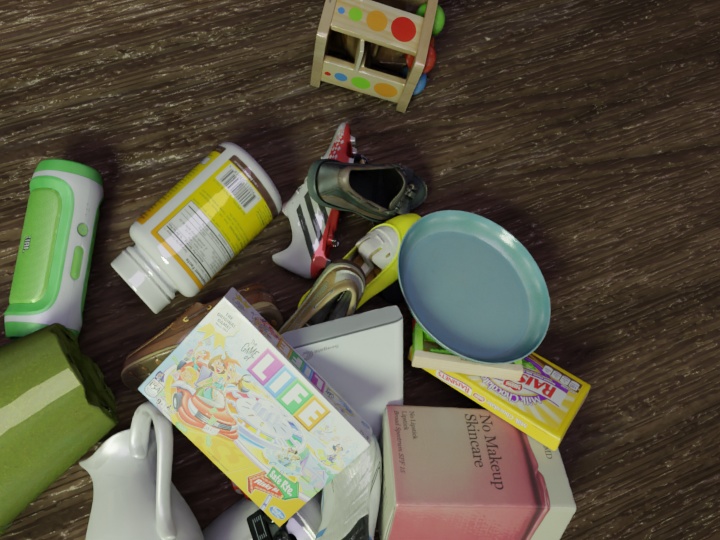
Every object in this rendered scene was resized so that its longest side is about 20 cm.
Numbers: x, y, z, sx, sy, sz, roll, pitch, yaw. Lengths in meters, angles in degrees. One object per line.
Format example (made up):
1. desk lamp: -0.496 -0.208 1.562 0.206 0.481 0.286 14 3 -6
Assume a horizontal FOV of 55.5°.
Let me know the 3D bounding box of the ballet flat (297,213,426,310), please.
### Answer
1. ballet flat: 0.000 0.000 0.821 0.199 0.067 0.067 -43 60 1

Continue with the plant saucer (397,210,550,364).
1. plant saucer: 0.129 0.020 0.797 0.195 0.028 0.204 11 55 -15

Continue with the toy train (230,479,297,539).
1. toy train: -0.122 0.226 0.755 0.045 0.034 0.202 -31 53 3

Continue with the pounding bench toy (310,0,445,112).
1. pounding bench toy: 0.033 -0.340 0.898 0.152 0.124 0.205 14 76 -5

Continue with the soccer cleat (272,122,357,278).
1. soccer cleat: -0.056 -0.092 0.859 0.083 0.069 0.206 12 83 5

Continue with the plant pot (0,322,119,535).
1. plant pot: -0.355 0.156 0.689 0.188 0.200 0.202 -33 83 -12

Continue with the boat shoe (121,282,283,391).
1. boat shoe: -0.188 0.079 0.809 0.196 0.073 0.068 -25 48 -5

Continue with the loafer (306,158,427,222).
1. loafer: 0.024 -0.096 0.824 0.197 0.062 0.074 -1 93 -47

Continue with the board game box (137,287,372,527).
1. board game box: -0.102 0.137 0.674 0.134 0.034 0.200 -43 97 14

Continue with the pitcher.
1. pitcher: -0.213 0.251 0.683 0.119 0.172 0.203 2 50 -37

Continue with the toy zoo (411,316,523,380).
1. toy zoo: 0.126 0.037 0.838 0.127 0.021 0.203 8 48 -5

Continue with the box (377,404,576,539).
1. box: 0.119 0.237 0.765 0.194 0.111 0.130 3 40 -7

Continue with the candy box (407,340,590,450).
1. candy box: 0.163 0.120 0.807 0.197 0.027 0.102 30 46 23

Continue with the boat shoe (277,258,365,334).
1. boat shoe: -0.059 0.084 0.769 0.070 0.077 0.203 23 112 -10

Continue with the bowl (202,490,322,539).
1. bowl: -0.089 0.349 0.754 0.198 0.075 0.202 -34 83 -15

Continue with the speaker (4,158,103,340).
1. speaker: -0.352 -0.020 0.791 0.086 0.089 0.206 6 77 -7

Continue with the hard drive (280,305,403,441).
1. hard drive: -0.015 0.134 0.759 0.128 0.204 0.027 -13 41 -11

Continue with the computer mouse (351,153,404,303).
1. computer mouse: 0.021 -0.057 0.881 0.057 0.034 0.205 -16 80 -11

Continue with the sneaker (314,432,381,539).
1. sneaker: -0.013 0.268 0.731 0.070 0.073 0.205 3 66 15

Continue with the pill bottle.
1. pill bottle: -0.194 -0.048 0.808 0.109 0.109 0.200 44 75 3
